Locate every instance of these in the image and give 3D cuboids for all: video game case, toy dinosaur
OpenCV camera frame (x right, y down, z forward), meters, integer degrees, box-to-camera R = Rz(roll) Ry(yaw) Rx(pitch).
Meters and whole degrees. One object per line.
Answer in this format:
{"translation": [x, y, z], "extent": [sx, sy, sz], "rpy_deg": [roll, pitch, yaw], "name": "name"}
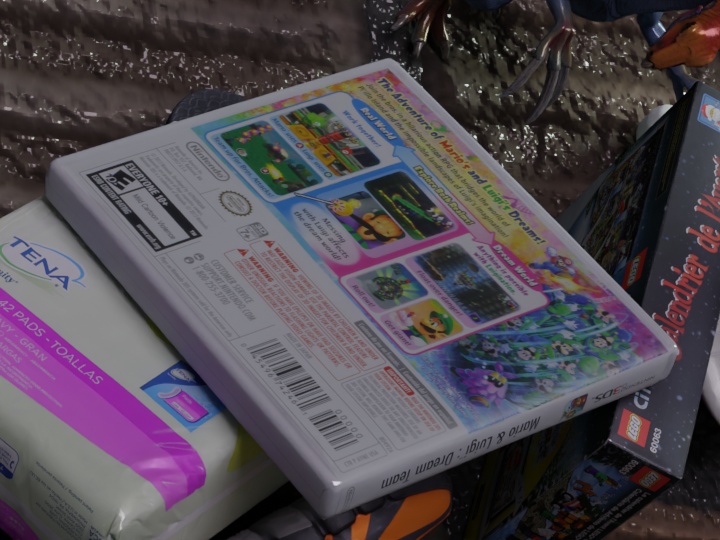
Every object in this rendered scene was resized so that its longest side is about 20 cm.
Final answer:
{"translation": [0.000, 0.000, 1.152], "extent": [0.182, 0.024, 0.200], "rpy_deg": [-19, 52, -35], "name": "video game case"}
{"translation": [0.098, -0.138, 1.315], "extent": [0.105, 0.181, 0.201], "rpy_deg": [-24, 98, -42], "name": "toy dinosaur"}

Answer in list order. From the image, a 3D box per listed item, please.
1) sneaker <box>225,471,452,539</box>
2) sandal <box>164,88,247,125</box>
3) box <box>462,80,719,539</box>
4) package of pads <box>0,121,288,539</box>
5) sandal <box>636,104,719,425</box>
{"translation": [-0.028, 0.159, 1.153], "extent": [0.200, 0.078, 0.112], "rpy_deg": [-27, 83, -27], "name": "sneaker"}
{"translation": [-0.007, -0.006, 1.278], "extent": [0.200, 0.043, 0.076], "rpy_deg": [41, 43, 9], "name": "sandal"}
{"translation": [0.111, 0.031, 1.257], "extent": [0.038, 0.137, 0.200], "rpy_deg": [28, 54, -13], "name": "box"}
{"translation": [-0.090, 0.032, 1.157], "extent": [0.154, 0.068, 0.200], "rpy_deg": [37, 45, 22], "name": "package of pads"}
{"translation": [0.164, 0.009, 1.360], "extent": [0.082, 0.050, 0.203], "rpy_deg": [29, 39, -31], "name": "sandal"}
